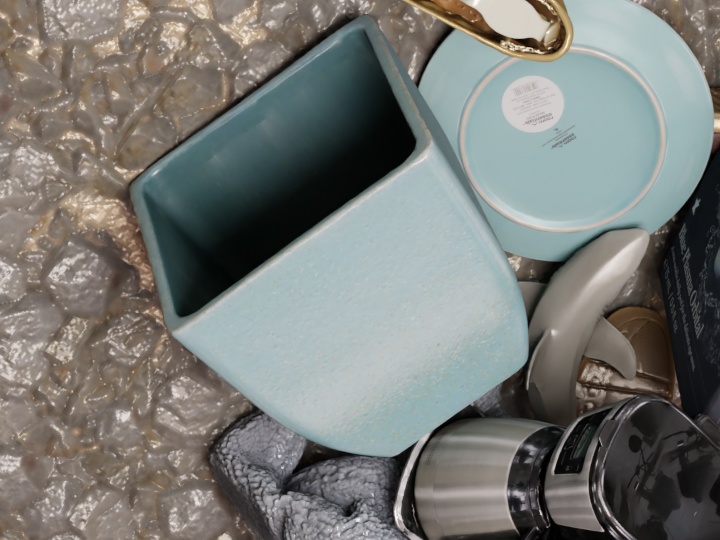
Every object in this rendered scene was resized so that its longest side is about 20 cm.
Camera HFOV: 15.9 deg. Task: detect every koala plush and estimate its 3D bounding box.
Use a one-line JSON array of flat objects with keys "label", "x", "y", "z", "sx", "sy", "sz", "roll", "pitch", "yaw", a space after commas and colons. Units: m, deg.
[{"label": "koala plush", "x": 0.036, "y": 0.160, "z": 1.738, "sx": 0.200, "sy": 0.184, "sz": 0.178, "roll": -30, "pitch": 116, "yaw": -16}]

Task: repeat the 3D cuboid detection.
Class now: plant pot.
[{"label": "plant pot", "x": 0.000, "y": 0.000, "z": 1.635, "sx": 0.196, "sy": 0.196, "sz": 0.200, "roll": -36, "pitch": 121, "yaw": 8}]

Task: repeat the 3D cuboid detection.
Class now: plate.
[{"label": "plate", "x": 0.133, "y": -0.090, "z": 1.698, "sx": 0.199, "sy": 0.026, "sz": 0.201, "roll": 2, "pitch": 119, "yaw": 4}]

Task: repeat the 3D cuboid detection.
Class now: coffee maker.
[{"label": "coffee maker", "x": 0.154, "y": 0.155, "z": 1.624, "sx": 0.192, "sy": 0.200, "sz": 0.135, "roll": 19, "pitch": 75, "yaw": -35}]

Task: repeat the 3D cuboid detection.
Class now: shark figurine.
[{"label": "shark figurine", "x": 0.137, "y": 0.083, "z": 1.733, "sx": 0.128, "sy": 0.089, "sz": 0.215, "roll": -2, "pitch": 103, "yaw": 22}]

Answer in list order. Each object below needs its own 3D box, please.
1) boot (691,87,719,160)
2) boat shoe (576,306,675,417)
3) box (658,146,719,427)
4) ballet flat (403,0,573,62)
[{"label": "boot", "x": 0.276, "y": -0.033, "z": 1.770, "sx": 0.199, "sy": 0.072, "sz": 0.167, "roll": 7, "pitch": 110, "yaw": -17}, {"label": "boat shoe", "x": 0.177, "y": 0.124, "z": 1.811, "sx": 0.072, "sy": 0.065, "sz": 0.201, "roll": 9, "pitch": 91, "yaw": 4}, {"label": "box", "x": 0.287, "y": -0.005, "z": 1.643, "sx": 0.117, "sy": 0.197, "sz": 0.200, "roll": 16, "pitch": 123, "yaw": -12}, {"label": "ballet flat", "x": 0.050, "y": -0.185, "z": 1.566, "sx": 0.200, "sy": 0.063, "sz": 0.069, "roll": 24, "pitch": 105, "yaw": -23}]
